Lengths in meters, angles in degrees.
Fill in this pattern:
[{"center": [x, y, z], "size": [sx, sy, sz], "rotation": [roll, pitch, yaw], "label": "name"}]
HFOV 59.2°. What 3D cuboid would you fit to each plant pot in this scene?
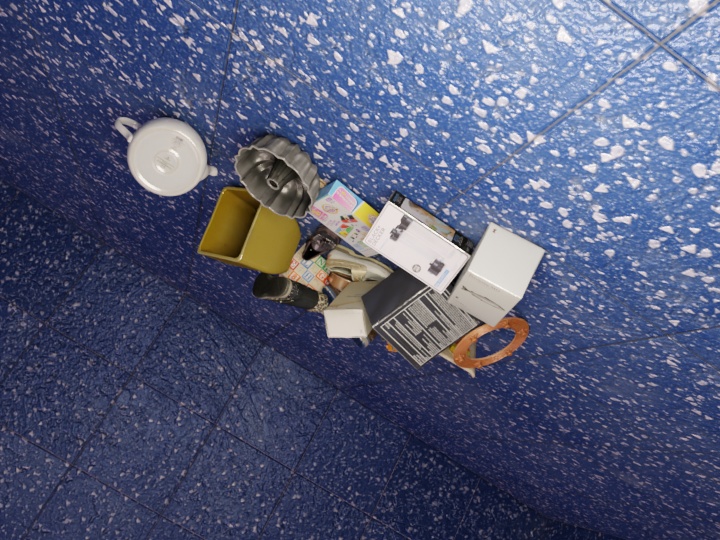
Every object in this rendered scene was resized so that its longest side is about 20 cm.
[{"center": [-0.275, -0.087, 1.696], "size": [0.193, 0.197, 0.200], "rotation": [11, 165, 43], "label": "plant pot"}]

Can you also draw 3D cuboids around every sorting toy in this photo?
[{"center": [0.231, 0.171, 1.668], "size": [0.199, 0.185, 0.037], "rotation": [35, 118, -6], "label": "sorting toy"}]

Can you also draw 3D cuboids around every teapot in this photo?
[{"center": [-0.469, -0.287, 1.539], "size": [0.146, 0.196, 0.201], "rotation": [-112, 9, -60], "label": "teapot"}]

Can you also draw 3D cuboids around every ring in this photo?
[{"center": [0.318, 0.181, 1.530], "size": [0.201, 0.199, 0.019], "rotation": [58, -171, -53], "label": "ring"}]

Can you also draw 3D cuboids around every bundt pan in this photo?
[{"center": [-0.170, -0.211, 1.369], "size": [0.201, 0.076, 0.203], "rotation": [24, 149, 16], "label": "bundt pan"}]

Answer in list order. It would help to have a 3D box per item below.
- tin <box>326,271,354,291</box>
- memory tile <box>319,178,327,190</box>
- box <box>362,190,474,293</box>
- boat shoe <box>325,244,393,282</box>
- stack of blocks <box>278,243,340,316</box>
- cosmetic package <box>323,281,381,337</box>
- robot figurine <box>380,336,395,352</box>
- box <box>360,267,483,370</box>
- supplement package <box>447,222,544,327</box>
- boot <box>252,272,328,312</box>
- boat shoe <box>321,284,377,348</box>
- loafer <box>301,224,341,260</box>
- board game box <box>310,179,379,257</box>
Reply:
[{"center": [-0.002, 0.050, 1.751], "size": [0.199, 0.042, 0.112], "rotation": [21, -170, -28], "label": "tin"}, {"center": [-0.084, -0.165, 1.477], "size": [0.199, 0.017, 0.153], "rotation": [30, 160, 2], "label": "memory tile"}, {"center": [0.117, -0.057, 1.295], "size": [0.199, 0.060, 0.117], "rotation": [35, 124, -1], "label": "box"}, {"center": [0.000, 0.000, 1.680], "size": [0.199, 0.069, 0.075], "rotation": [22, 159, 22], "label": "boat shoe"}, {"center": [-0.122, 0.033, 1.817], "size": [0.200, 0.115, 0.059], "rotation": [40, 160, 4], "label": "stack of blocks"}, {"center": [-0.007, 0.093, 1.572], "size": [0.103, 0.200, 0.074], "rotation": [-3, 107, 18], "label": "cosmetic package"}, {"center": [0.153, 0.190, 1.778], "size": [0.144, 0.059, 0.199], "rotation": [2, -171, 45], "label": "robot figurine"}, {"center": [0.141, 0.090, 1.471], "size": [0.200, 0.198, 0.124], "rotation": [46, -168, -36], "label": "box"}, {"center": [0.264, 0.014, 1.265], "size": [0.116, 0.118, 0.200], "rotation": [29, 160, 7], "label": "supplement package"}, {"center": [-0.195, 0.065, 1.730], "size": [0.153, 0.074, 0.203], "rotation": [24, 169, -33], "label": "boot"}, {"center": [-0.029, 0.116, 1.742], "size": [0.201, 0.072, 0.072], "rotation": [55, 151, 1], "label": "boat shoe"}, {"center": [-0.106, -0.067, 1.676], "size": [0.072, 0.063, 0.200], "rotation": [34, 160, -13], "label": "loafer"}, {"center": [-0.018, -0.112, 1.430], "size": [0.199, 0.041, 0.153], "rotation": [37, 159, -19], "label": "board game box"}]
